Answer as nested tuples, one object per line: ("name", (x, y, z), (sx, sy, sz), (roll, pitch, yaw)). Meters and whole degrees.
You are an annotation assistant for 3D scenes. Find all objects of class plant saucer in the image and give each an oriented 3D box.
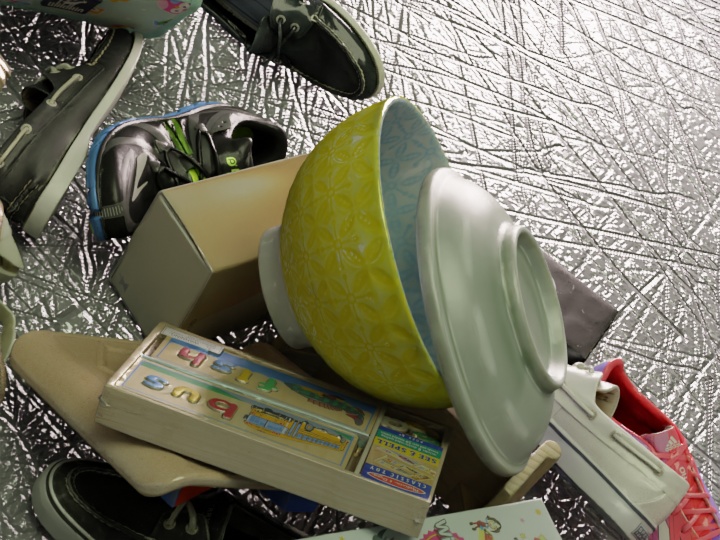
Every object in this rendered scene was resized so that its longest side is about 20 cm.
("plant saucer", (0.091, 0.028, 1.263), (0.200, 0.050, 0.201), (-15, 90, -73))

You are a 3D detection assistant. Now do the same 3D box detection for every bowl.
("bowl", (0.000, 0.000, 1.261), (0.200, 0.107, 0.201), (-15, 90, -73))

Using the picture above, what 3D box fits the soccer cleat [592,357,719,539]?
("soccer cleat", (0.216, 0.153, 1.420), (0.068, 0.073, 0.200), (-23, 68, -42))

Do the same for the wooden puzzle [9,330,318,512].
("wooden puzzle", (-0.096, 0.098, 1.241), (0.200, 0.046, 0.185), (3, 23, -41))

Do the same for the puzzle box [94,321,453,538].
("puzzle box", (-0.047, 0.091, 1.189), (0.200, 0.025, 0.133), (19, 17, 3))

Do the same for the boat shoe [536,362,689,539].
("boat shoe", (0.149, 0.100, 1.395), (0.070, 0.071, 0.200), (-42, 61, -3))

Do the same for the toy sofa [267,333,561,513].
("toy sofa", (0.040, 0.083, 1.364), (0.200, 0.083, 0.098), (44, 45, 8))

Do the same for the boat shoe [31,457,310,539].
("boat shoe", (-0.101, 0.157, 1.225), (0.200, 0.064, 0.071), (24, 45, -12))

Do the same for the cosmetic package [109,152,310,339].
("cosmetic package", (-0.061, -0.019, 1.374), (0.200, 0.105, 0.071), (-19, 65, -39))

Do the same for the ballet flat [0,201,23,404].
("ballet flat", (-0.249, 0.008, 1.272), (0.067, 0.068, 0.200), (28, 46, -37))

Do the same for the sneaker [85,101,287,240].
("sneaker", (-0.120, -0.073, 1.379), (0.083, 0.071, 0.200), (8, 22, 30))

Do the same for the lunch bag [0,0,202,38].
("lunch bag", (-0.208, -0.243, 1.433), (0.170, 0.122, 0.200), (11, 26, -25))

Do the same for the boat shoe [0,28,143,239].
("boat shoe", (-0.208, -0.107, 1.383), (0.060, 0.074, 0.200), (30, 50, -10))

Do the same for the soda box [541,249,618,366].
("soda box", (0.087, 0.003, 1.475), (0.200, 0.063, 0.071), (39, 44, 4))

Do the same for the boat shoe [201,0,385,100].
("boat shoe", (-0.071, -0.192, 1.537), (0.199, 0.075, 0.066), (45, 46, 10))

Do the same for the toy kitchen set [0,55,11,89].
("toy kitchen set", (-0.287, -0.045, 1.143), (0.200, 0.163, 0.181), (59, 20, -49))

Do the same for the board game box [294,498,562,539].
("board game box", (0.011, 0.211, 1.189), (0.200, 0.148, 0.064), (-6, 56, -35))
